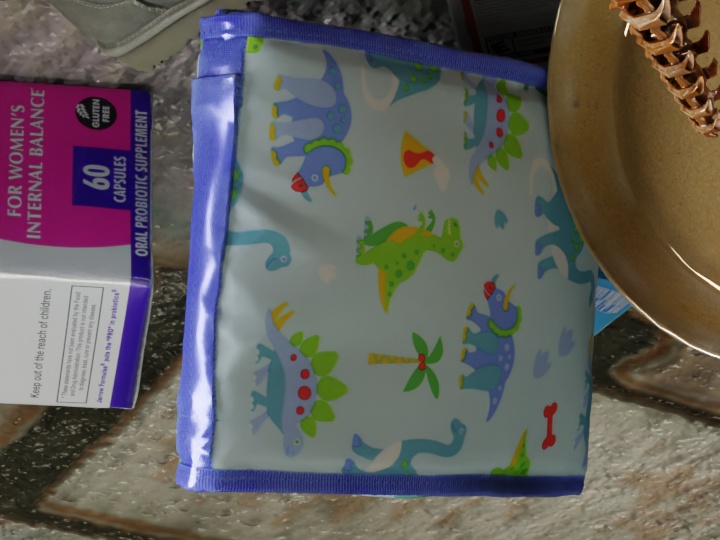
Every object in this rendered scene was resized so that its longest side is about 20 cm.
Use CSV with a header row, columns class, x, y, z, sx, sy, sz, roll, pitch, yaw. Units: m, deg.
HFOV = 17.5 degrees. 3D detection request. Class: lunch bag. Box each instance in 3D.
class,x,y,z,sx,sy,sz,roll,pitch,yaw
lunch bag,0.000,0.000,0.882,0.127,0.170,0.200,1,177,32

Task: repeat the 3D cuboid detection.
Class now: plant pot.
class,x,y,z,sx,sy,sz,roll,pitch,yaw
plant pot,0.154,-0.065,0.827,0.200,0.200,0.027,-33,160,37

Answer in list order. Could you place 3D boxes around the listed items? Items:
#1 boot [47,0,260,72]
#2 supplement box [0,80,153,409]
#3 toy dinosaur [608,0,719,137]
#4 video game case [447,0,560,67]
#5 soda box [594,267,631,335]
class,x,y,z,sx,sy,sz,roll,pitch,yaw
boot,-0.118,-0.152,0.811,0.200,0.073,0.182,28,134,-29
supplement box,-0.189,-0.013,0.970,0.200,0.101,0.103,2,146,-9
toy dinosaur,0.110,-0.144,0.779,0.136,0.102,0.200,7,145,29
video game case,0.094,-0.147,0.871,0.143,0.017,0.200,-9,146,8
soda box,0.044,0.024,1.078,0.064,0.068,0.200,17,141,-29
